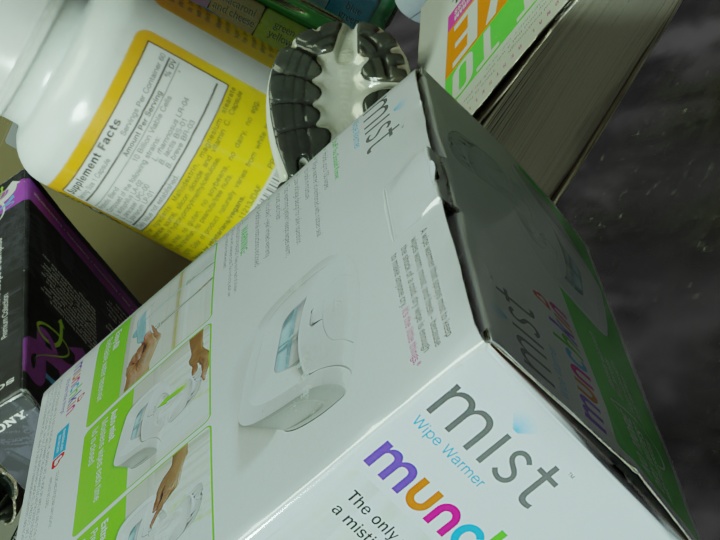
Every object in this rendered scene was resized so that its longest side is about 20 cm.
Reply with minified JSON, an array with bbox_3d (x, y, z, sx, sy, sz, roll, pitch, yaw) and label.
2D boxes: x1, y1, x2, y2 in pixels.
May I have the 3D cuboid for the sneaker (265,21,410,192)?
[{"bbox_3d":[0.000,0.000,0.823,0.085,0.077,0.201,62,-147,-63],"label":"sneaker"}]

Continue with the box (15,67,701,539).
[{"bbox_3d":[-0.011,0.055,0.599,0.176,0.097,0.200,-40,20,13],"label":"box"}]

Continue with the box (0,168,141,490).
[{"bbox_3d":[-0.125,0.056,0.946,0.036,0.143,0.200,-32,29,9],"label":"box"}]

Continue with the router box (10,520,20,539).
[{"bbox_3d":[-0.133,0.193,0.757,0.201,0.062,0.150,-64,14,-6],"label":"router box"}]

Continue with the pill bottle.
[{"bbox_3d":[-0.095,-0.074,0.990,0.113,0.199,0.113,-55,17,26],"label":"pill bottle"}]

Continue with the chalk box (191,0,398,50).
[{"bbox_3d":[-0.053,-0.155,1.140,0.124,0.124,0.200,-60,14,11],"label":"chalk box"}]

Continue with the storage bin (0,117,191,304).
[{"bbox_3d":[-0.181,-0.052,1.257,0.094,0.198,0.201,-31,35,57],"label":"storage bin"}]

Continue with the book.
[{"bbox_3d":[0.074,-0.109,0.794,0.134,0.048,0.200,-54,14,23],"label":"book"}]

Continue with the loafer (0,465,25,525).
[{"bbox_3d":[-0.183,0.096,1.042,0.200,0.075,0.070,-45,43,-18],"label":"loafer"}]

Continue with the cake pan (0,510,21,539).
[{"bbox_3d":[-0.173,0.124,1.103,0.200,0.037,0.200,-32,20,14],"label":"cake pan"}]

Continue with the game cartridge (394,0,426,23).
[{"bbox_3d":[0.083,-0.219,0.962,0.201,0.041,0.133,-67,11,-15],"label":"game cartridge"}]
